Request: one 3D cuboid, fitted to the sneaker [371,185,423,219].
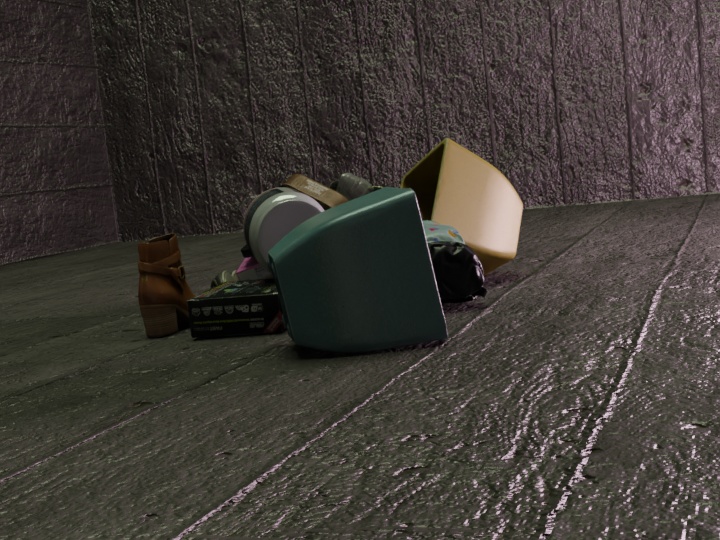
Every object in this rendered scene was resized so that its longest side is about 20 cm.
[{"bbox_3d":[0.057,-0.098,1.733,0.075,0.071,0.200,20,17,-16],"label":"sneaker"}]

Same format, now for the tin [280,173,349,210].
[{"bbox_3d":[-0.067,-0.112,1.754,0.199,0.112,0.042,29,71,39],"label":"tin"}]

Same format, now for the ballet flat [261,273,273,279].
[{"bbox_3d":[-0.092,0.033,1.685,0.197,0.069,0.062,-6,19,6],"label":"ballet flat"}]

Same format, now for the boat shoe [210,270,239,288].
[{"bbox_3d":[-0.255,0.039,1.828,0.057,0.067,0.200,-32,2,1],"label":"boat shoe"}]

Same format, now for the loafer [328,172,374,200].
[{"bbox_3d":[-0.028,-0.138,1.788,0.070,0.070,0.200,-53,4,-17],"label":"loafer"}]

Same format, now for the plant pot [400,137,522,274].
[{"bbox_3d":[0.187,-0.091,1.786,0.197,0.197,0.195,19,-24,-16],"label":"plant pot"}]

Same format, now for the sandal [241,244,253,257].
[{"bbox_3d":[-0.172,-0.084,1.871,0.075,0.043,0.200,-11,24,35],"label":"sandal"}]

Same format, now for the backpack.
[{"bbox_3d":[0.103,-0.009,1.557,0.164,0.129,0.200,-6,10,-9],"label":"backpack"}]

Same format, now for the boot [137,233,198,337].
[{"bbox_3d":[-0.314,0.016,1.617,0.076,0.158,0.200,-4,7,23],"label":"boot"}]

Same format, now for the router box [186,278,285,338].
[{"bbox_3d":[-0.175,0.056,1.554,0.147,0.063,0.200,-4,7,11],"label":"router box"}]

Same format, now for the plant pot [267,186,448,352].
[{"bbox_3d":[-0.017,0.010,1.298,0.197,0.199,0.196,-16,8,-8],"label":"plant pot"}]

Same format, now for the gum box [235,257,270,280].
[{"bbox_3d":[-0.138,-0.019,1.857,0.197,0.067,0.114,-19,20,17],"label":"gum box"}]

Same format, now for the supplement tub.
[{"bbox_3d":[-0.124,-0.065,1.634,0.138,0.143,0.200,-7,9,-10],"label":"supplement tub"}]
